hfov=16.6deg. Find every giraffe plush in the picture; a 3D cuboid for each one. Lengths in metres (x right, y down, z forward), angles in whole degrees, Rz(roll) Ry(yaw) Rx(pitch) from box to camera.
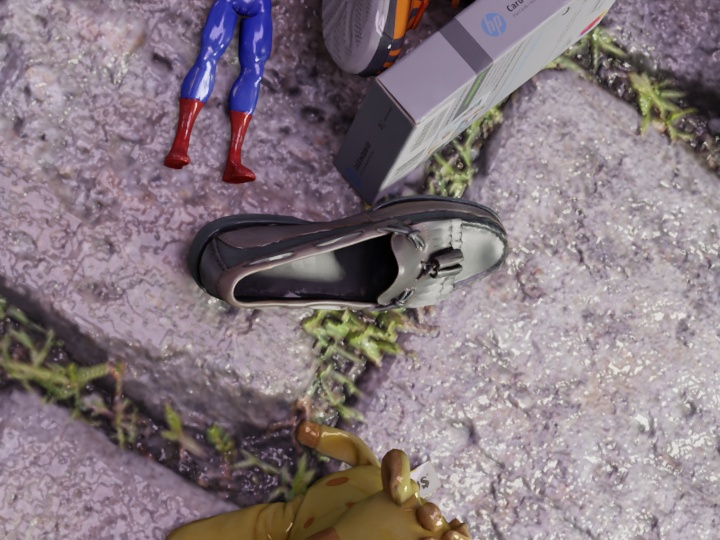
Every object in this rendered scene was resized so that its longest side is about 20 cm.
[{"bbox_3d":[-0.001,0.181,1.424,0.173,0.162,0.200,45,75,-12],"label":"giraffe plush"}]

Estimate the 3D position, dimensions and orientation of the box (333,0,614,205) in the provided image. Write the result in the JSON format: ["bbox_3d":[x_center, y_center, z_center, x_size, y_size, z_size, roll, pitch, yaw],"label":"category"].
[{"bbox_3d":[0.080,-0.132,1.472,0.200,0.156,0.041,-38,84,-16],"label":"box"}]

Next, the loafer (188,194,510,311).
[{"bbox_3d":[0.000,0.000,1.480,0.200,0.063,0.072,-5,115,-17],"label":"loafer"}]

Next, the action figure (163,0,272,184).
[{"bbox_3d":[-0.062,-0.158,1.459,0.065,0.099,0.200,13,80,-19],"label":"action figure"}]

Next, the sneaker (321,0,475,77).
[{"bbox_3d":[0.042,-0.177,1.464,0.112,0.078,0.200,23,43,-19],"label":"sneaker"}]
